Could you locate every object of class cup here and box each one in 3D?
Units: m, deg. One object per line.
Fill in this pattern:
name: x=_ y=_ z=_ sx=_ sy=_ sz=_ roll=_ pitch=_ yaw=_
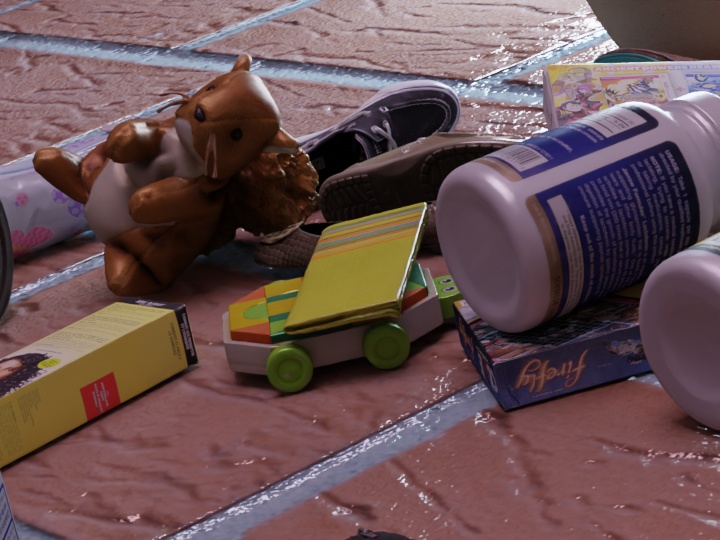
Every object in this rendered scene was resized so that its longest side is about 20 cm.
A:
cup: x=0.293 y=-0.260 z=2.220 sx=0.199 sy=0.144 sz=0.200 roll=-12 pitch=19 yaw=4

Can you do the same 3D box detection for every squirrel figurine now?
squirrel figurine: x=-0.122 y=-0.086 z=1.935 sx=0.187 sy=0.142 sz=0.200 roll=-43 pitch=-27 yaw=26

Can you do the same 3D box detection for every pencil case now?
pencil case: x=-0.266 y=-0.069 z=2.130 sx=0.199 sy=0.091 sz=0.083 roll=-21 pitch=59 yaw=-18

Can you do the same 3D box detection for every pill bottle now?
pill bottle: x=0.159 y=-0.044 z=1.597 sx=0.199 sy=0.116 sz=0.116 roll=-22 pitch=20 yaw=-25
pill bottle: x=0.274 y=0.011 z=1.469 sx=0.200 sy=0.113 sz=0.112 roll=-24 pitch=21 yaw=-32

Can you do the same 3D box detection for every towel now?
towel: x=0.000 y=0.000 z=1.731 sx=0.086 sy=0.018 sz=0.200 roll=-14 pitch=18 yaw=13

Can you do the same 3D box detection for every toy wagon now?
toy wagon: x=0.001 y=0.029 z=1.726 sx=0.199 sy=0.040 sz=0.155 roll=-13 pitch=18 yaw=0

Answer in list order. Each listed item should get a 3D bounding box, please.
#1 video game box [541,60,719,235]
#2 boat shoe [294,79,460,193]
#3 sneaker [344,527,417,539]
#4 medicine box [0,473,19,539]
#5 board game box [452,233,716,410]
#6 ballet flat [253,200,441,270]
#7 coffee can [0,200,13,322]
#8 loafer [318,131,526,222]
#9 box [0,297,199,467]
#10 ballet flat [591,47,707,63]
video game box: x=0.239 y=-0.091 z=1.774 sx=0.199 sy=0.047 sz=0.183 roll=-1 pitch=38 yaw=-1
boat shoe: x=0.003 y=-0.106 z=2.079 sx=0.199 sy=0.072 sz=0.068 roll=-21 pitch=17 yaw=-15
sneaker: x=-0.023 y=0.188 z=1.233 sx=0.199 sy=0.075 sz=0.106 roll=-13 pitch=11 yaw=-31
medicine box: x=-0.294 y=0.140 z=1.338 sx=0.181 sy=0.201 sz=0.103 roll=-11 pitch=16 yaw=7
board game box: x=0.172 y=0.031 z=1.609 sx=0.199 sy=0.035 sz=0.136 roll=-15 pitch=18 yaw=-5
ballet flat: x=0.009 y=-0.034 z=1.900 sx=0.199 sy=0.047 sz=0.067 roll=-7 pitch=18 yaw=18
coffee can: x=-0.400 y=-0.006 z=1.945 sx=0.199 sy=0.147 sz=0.146 roll=-7 pitch=19 yaw=21
loafer: x=0.064 y=-0.077 z=1.943 sx=0.199 sy=0.076 sz=0.068 roll=-6 pitch=25 yaw=23
box: x=-0.213 y=0.079 z=1.711 sx=0.075 sy=0.050 sz=0.200 roll=6 pitch=25 yaw=45
ballet flat: x=0.280 y=-0.150 z=2.053 sx=0.067 sy=0.068 sz=0.200 roll=-3 pitch=13 yaw=-40
